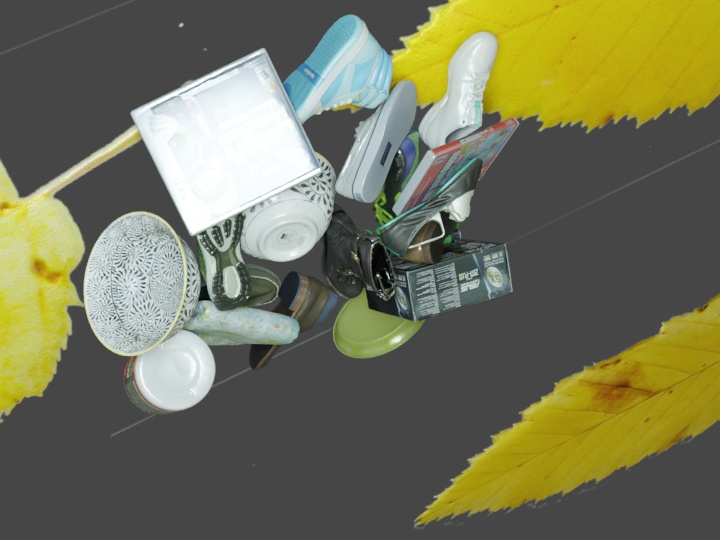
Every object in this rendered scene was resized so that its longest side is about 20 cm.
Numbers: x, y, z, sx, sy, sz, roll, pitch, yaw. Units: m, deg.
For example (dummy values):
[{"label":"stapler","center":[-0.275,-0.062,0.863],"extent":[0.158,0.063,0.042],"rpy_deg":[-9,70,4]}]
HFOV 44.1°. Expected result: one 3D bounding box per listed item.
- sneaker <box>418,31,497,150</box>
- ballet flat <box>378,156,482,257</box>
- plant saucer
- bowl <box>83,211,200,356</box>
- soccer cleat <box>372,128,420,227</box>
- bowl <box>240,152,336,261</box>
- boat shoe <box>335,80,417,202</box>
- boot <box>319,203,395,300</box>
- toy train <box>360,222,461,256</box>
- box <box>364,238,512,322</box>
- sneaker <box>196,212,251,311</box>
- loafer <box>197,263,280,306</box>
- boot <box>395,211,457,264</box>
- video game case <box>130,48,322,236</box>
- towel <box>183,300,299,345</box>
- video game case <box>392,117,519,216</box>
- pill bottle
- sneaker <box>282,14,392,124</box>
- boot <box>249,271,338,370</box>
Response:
[{"label":"sneaker","center":[0.166,-0.260,1.357],"extent":[0.075,0.089,0.201],"rpy_deg":[3,128,-34]},{"label":"ballet flat","center":[0.121,-0.091,1.366],"extent":[0.199,0.069,0.068],"rpy_deg":[-37,179,-1]},{"label":"plant saucer","center":[0.035,0.079,1.638],"extent":[0.199,0.031,0.201],"rpy_deg":[-18,137,-18]},{"label":"bowl","center":[-0.294,0.022,1.276],"extent":[0.201,0.201,0.094],"rpy_deg":[-50,153,18]},{"label":"soccer cleat","center":[0.066,-0.140,1.430],"extent":[0.084,0.064,0.201],"rpy_deg":[-43,153,-32]},{"label":"bowl","center":[-0.118,-0.077,1.318],"extent":[0.199,0.095,0.201],"rpy_deg":[-14,143,-10]},{"label":"boat shoe","center":[0.020,-0.198,1.319],"extent":[0.201,0.065,0.074],"rpy_deg":[-64,147,-16]},{"label":"boot","center":[0.000,0.000,1.416],"extent":[0.069,0.174,0.201],"rpy_deg":[-29,130,-17]},{"label":"toy train","center":[0.086,-0.055,1.525],"extent":[0.198,0.057,0.042],"rpy_deg":[-11,134,-22]},{"label":"box","center":[0.128,0.011,1.510],"extent":[0.199,0.163,0.087],"rpy_deg":[-16,102,-26]},{"label":"sneaker","center":[-0.212,-0.045,1.264],"extent":[0.076,0.088,0.202],"rpy_deg":[-17,117,-31]},{"label":"loafer","center":[-0.213,0.035,1.412],"extent":[0.199,0.070,0.076],"rpy_deg":[2,128,-33]},{"label":"boot","center":[0.112,-0.080,1.467],"extent":[0.075,0.200,0.074],"rpy_deg":[-2,122,27]},{"label":"video game case","center":[-0.177,-0.171,1.185],"extent":[0.199,0.023,0.183],"rpy_deg":[-26,95,-4]},{"label":"towel","center":[-0.218,0.088,1.393],"extent":[0.170,0.049,0.199],"rpy_deg":[12,165,-39]},{"label":"video game case","center":[0.149,-0.163,1.388],"extent":[0.199,0.017,0.143],"rpy_deg":[-26,160,-36]},{"label":"pill bottle","center":[-0.304,0.163,1.381],"extent":[0.119,0.121,0.200],"rpy_deg":[-10,172,-24]},{"label":"sneaker","center":[-0.032,-0.246,1.256],"extent":[0.200,0.080,0.130],"rpy_deg":[-46,136,14]},{"label":"boot","center":[-0.114,0.098,1.530],"extent":[0.096,0.075,0.201],"rpy_deg":[14,119,-36]}]
